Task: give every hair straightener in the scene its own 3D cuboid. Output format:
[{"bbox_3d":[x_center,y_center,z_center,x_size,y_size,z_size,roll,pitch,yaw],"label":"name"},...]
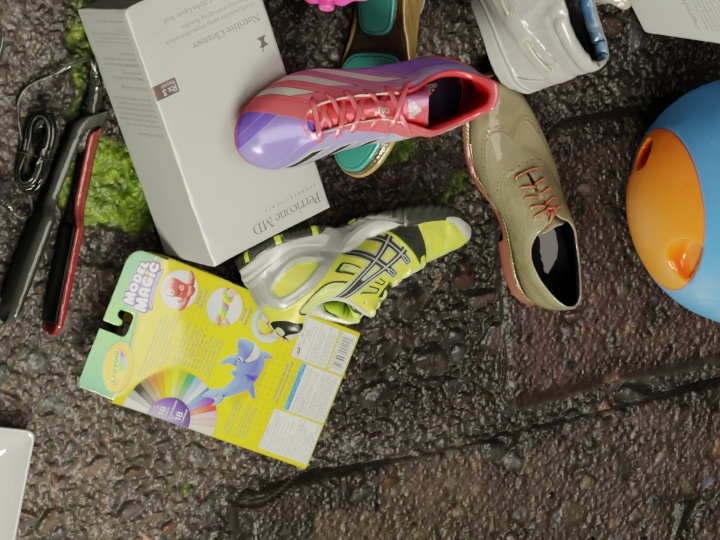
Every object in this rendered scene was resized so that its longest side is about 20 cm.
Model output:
[{"bbox_3d":[-0.228,-0.058,1.478,0.077,0.041,0.201,13,93,-28],"label":"hair straightener"}]

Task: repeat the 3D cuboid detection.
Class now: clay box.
[{"bbox_3d":[-0.111,0.064,1.556,0.200,0.048,0.115,23,89,-27],"label":"clay box"}]

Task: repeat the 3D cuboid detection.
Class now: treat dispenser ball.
[{"bbox_3d":[0.312,-0.056,1.653,0.200,0.201,0.202,-5,102,-25],"label":"treat dispenser ball"}]

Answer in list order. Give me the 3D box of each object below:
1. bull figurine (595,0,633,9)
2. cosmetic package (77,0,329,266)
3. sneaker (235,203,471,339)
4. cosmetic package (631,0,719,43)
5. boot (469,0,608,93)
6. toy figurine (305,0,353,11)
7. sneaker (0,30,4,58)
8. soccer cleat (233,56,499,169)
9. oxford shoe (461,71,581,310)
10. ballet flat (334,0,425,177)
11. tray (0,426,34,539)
[{"bbox_3d":[0.160,-0.278,1.588,0.065,0.121,0.200,-38,108,-16],"label":"bull figurine"},{"bbox_3d":[-0.112,-0.116,1.497,0.113,0.081,0.201,-30,111,-26],"label":"cosmetic package"},{"bbox_3d":[0.000,0.000,1.566,0.199,0.075,0.077,-15,83,-30],"label":"sneaker"},{"bbox_3d":[0.298,-0.287,1.602,0.167,0.200,0.167,-39,114,-15],"label":"cosmetic package"},{"bbox_3d":[0.123,-0.236,1.570,0.074,0.095,0.200,-40,110,-42],"label":"boot"},{"bbox_3d":[-0.009,-0.283,1.492,0.150,0.200,0.184,20,111,-31],"label":"toy figurine"},{"bbox_3d":[-0.312,-0.100,1.403,0.200,0.086,0.080,-50,118,-10],"label":"sneaker"},{"bbox_3d":[0.005,-0.115,1.480,0.199,0.076,0.067,-14,104,-30],"label":"soccer cleat"},{"bbox_3d":[0.138,-0.062,1.637,0.070,0.075,0.201,-26,109,-17],"label":"oxford shoe"},{"bbox_3d":[0.024,-0.169,1.571,0.063,0.068,0.201,-5,106,-55],"label":"ballet flat"},{"bbox_3d":[-0.307,0.205,1.501,0.107,0.022,0.201,9,96,-28],"label":"tray"}]
